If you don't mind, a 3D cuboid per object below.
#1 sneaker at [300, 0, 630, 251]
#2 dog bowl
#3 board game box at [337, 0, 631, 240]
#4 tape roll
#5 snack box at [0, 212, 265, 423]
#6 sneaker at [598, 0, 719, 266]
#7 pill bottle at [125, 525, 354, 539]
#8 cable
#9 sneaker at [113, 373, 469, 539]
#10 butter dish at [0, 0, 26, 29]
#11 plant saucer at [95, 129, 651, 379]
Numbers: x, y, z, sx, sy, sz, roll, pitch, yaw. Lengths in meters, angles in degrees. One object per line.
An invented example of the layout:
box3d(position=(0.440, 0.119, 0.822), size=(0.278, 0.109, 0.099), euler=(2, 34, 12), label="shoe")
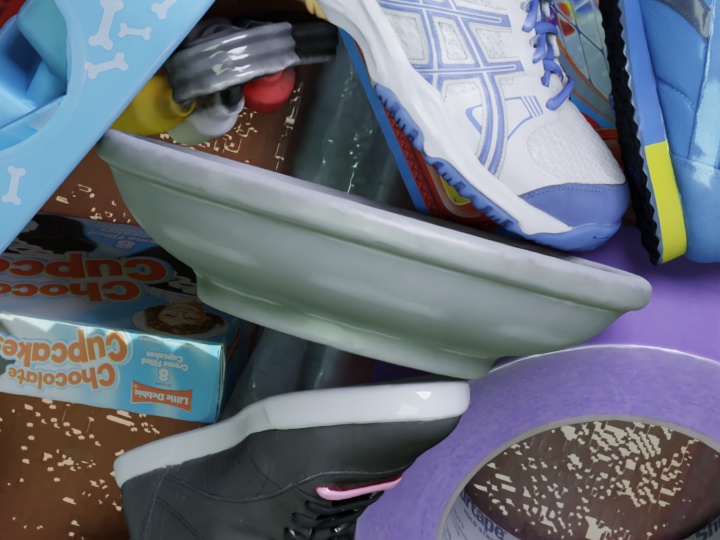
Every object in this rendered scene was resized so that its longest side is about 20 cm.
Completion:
box3d(position=(0.040, -0.097, 0.870), size=(0.088, 0.075, 0.200), euler=(-39, 101, 20), label="sneaker")
box3d(position=(-0.101, -0.073, 0.833), size=(0.050, 0.112, 0.200), euler=(39, 112, -11), label="dog bowl")
box3d(position=(0.085, -0.128, 0.921), size=(0.195, 0.056, 0.201), euler=(-20, 106, 15), label="board game box")
box3d(position=(0.097, 0.088, 0.963), size=(0.198, 0.085, 0.201), euler=(2, 124, 2), label="tape roll")
box3d(position=(-0.141, 0.010, 0.976), size=(0.199, 0.116, 0.037), euler=(8, 111, 5), label="snack box")
box3d(position=(0.124, -0.101, 0.866), size=(0.078, 0.066, 0.201), euler=(-12, 109, 1), label="sneaker")
box3d(position=(-0.080, 0.165, 1.027), size=(0.199, 0.111, 0.111), euler=(-26, 105, 17), label="pill bottle")
box3d(position=(-0.040, -0.069, 0.894), size=(0.096, 0.200, 0.051), euler=(-11, 99, -13), label="cable")
box3d(position=(-0.020, 0.098, 0.891), size=(0.200, 0.070, 0.100), euler=(-24, 73, 50), label="sneaker")
box3d(position=(-0.179, -0.145, 0.918), size=(0.199, 0.148, 0.200), euler=(16, 124, -45), label="butter dish")
box3d(position=(0.000, 0.000, 0.844), size=(0.199, 0.200, 0.051), euler=(15, 92, 3), label="plant saucer")
